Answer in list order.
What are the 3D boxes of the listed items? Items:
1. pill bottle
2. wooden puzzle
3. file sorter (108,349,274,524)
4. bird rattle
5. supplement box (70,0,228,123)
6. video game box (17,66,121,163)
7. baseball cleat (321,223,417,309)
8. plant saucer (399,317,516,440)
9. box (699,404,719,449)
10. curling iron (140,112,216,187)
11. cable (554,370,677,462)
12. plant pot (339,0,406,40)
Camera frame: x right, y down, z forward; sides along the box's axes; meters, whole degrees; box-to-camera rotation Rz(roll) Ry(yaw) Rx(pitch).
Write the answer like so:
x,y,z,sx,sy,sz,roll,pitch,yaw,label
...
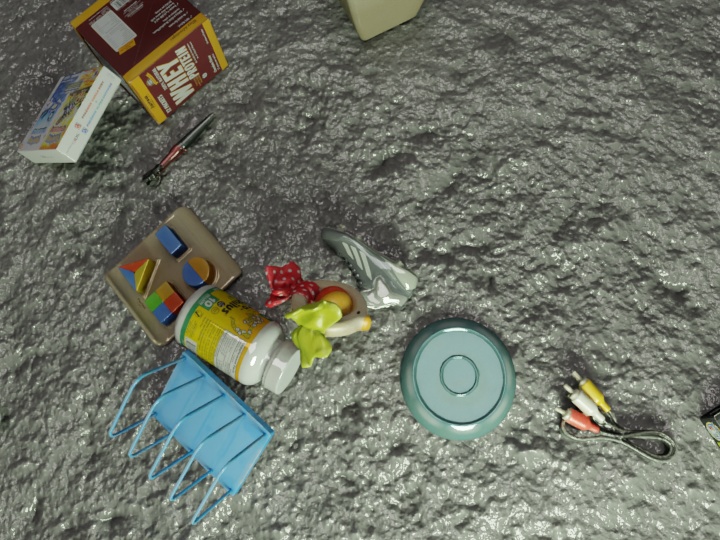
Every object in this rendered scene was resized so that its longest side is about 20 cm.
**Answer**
x,y,z,sx,sy,sz,roll,pitch,yaw,label
-0.198,0.118,0.888,0.197,0.113,0.114,28,76,12,pill bottle
-0.344,0.002,0.968,0.200,0.046,0.185,-42,75,-9,wooden puzzle
-0.263,0.252,0.819,0.199,0.122,0.140,38,108,14,file sorter
-0.070,0.063,0.878,0.159,0.200,0.115,-1,114,-22,bird rattle
-0.414,-0.451,1.069,0.197,0.133,0.200,-44,75,-10,supplement box
-0.564,-0.296,1.029,0.197,0.047,0.186,8,73,39,video game box
0.000,0.000,0.937,0.197,0.070,0.108,28,83,15,baseball cleat
0.163,0.177,0.893,0.195,0.027,0.205,-1,73,4,plant saucer
0.664,0.253,0.829,0.197,0.044,0.162,-28,74,-5,box
-0.353,-0.236,1.051,0.201,0.026,0.049,-50,39,-15,curling iron
0.397,0.252,0.841,0.198,0.050,0.098,32,78,14,cable
0.027,-0.591,1.061,0.197,0.178,0.203,-26,72,-4,plant pot
